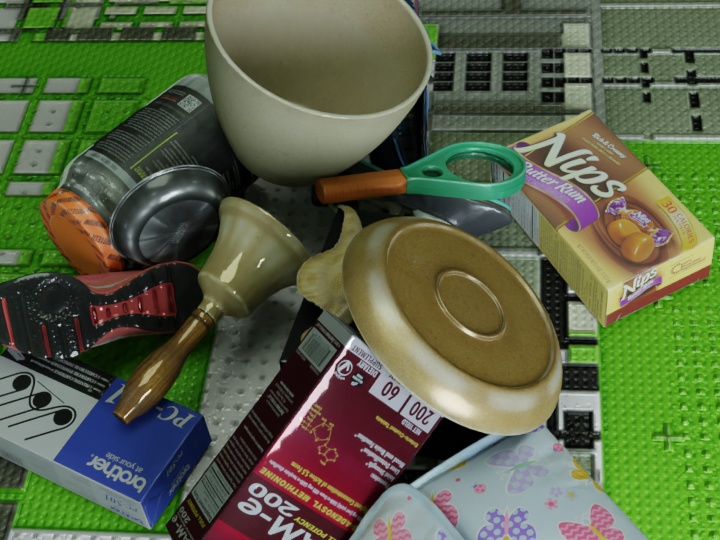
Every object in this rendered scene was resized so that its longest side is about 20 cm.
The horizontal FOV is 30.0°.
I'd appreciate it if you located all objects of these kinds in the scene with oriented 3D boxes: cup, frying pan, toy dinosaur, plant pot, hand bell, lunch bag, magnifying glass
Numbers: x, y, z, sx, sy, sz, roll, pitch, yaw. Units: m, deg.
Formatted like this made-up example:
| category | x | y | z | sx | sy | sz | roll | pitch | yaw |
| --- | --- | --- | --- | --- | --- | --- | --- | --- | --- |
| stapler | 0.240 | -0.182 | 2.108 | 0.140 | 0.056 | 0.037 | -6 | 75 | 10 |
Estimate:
| category | x | y | z | sx | sy | sz | roll | pitch | yaw |
| --- | --- | --- | --- | --- | --- | --- | --- | --- | --- |
| cup | -0.051 | -0.158 | 1.185 | 0.197 | 0.144 | 0.202 | 10 | 49 | -12 |
| frying pan | -0.146 | -0.029 | 1.208 | 0.115 | 0.190 | 0.031 | -39 | 54 | 8 |
| toy dinosaur | 0.000 | 0.000 | 1.080 | 0.100 | 0.059 | 0.202 | 5 | 47 | 9 |
| plant pot | 0.077 | 0.032 | 1.007 | 0.198 | 0.028 | 0.202 | 24 | 39 | -20 |
| hand bell | -0.135 | 0.047 | 1.120 | 0.103 | 0.105 | 0.201 | 26 | 66 | 26 |
| lunch bag | 0.093 | 0.223 | 0.953 | 0.198 | 0.128 | 0.170 | -28 | 45 | -14 |
| magnifying glass | 0.056 | -0.083 | 1.197 | 0.197 | 0.023 | 0.080 | -10 | 37 | -19 |

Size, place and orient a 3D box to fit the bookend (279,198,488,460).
| category | x | y | z | sx | sy | sz | roll | pitch | yaw |
| --- | --- | --- | --- | --- | --- | --- | --- | --- | --- |
| bookend | 0.055 | 0.047 | 1.136 | 0.196 | 0.093 | 0.201 | 9 | 48 | 12 |

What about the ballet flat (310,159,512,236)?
| category | x | y | z | sx | sy | sz | roll | pitch | yaw |
| --- | --- | --- | --- | --- | --- | --- | --- | --- | --- |
| ballet flat | 0.041 | -0.055 | 1.254 | 0.198 | 0.074 | 0.073 | 19 | 52 | 14 |

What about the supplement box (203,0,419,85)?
| category | x | y | z | sx | sy | sz | roll | pitch | yaw |
| --- | --- | --- | --- | --- | --- | --- | --- | --- | --- |
| supplement box | -0.043 | -0.216 | 1.356 | 0.199 | 0.132 | 0.103 | -30 | 50 | -21 |

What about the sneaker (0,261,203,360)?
| category | x | y | z | sx | sy | sz | roll | pitch | yaw |
| --- | --- | --- | --- | --- | --- | --- | --- | --- | --- |
| sneaker | -0.232 | 0.039 | 1.174 | 0.197 | 0.087 | 0.075 | -5 | 86 | -19 |

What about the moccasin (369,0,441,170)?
| category | x | y | z | sx | sy | sz | roll | pitch | yaw |
| --- | --- | --- | --- | --- | --- | --- | --- | --- | --- |
| moccasin | 0.044 | -0.185 | 1.283 | 0.080 | 0.203 | 0.068 | -15 | 11 | -27 |

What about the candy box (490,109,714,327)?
| category | x | y | z | sx | sy | sz | roll | pitch | yaw |
| --- | --- | --- | --- | --- | --- | --- | --- | --- | --- |
| candy box | 0.217 | -0.053 | 1.232 | 0.115 | 0.057 | 0.201 | -23 | 51 | -13 |

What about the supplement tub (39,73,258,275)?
| category | x | y | z | sx | sy | sz | roll | pitch | yaw |
| --- | --- | --- | --- | --- | --- | --- | --- | --- | --- |
| supplement tub | -0.194 | -0.083 | 1.260 | 0.122 | 0.123 | 0.200 | 31 | 57 | 29 |

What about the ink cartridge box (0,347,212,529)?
| category | x | y | z | sx | sy | sz | roll | pitch | yaw |
| --- | --- | --- | --- | --- | --- | --- | --- | --- | --- |
| ink cartridge box | -0.233 | 0.131 | 1.125 | 0.198 | 0.045 | 0.094 | 21 | 55 | 22 |

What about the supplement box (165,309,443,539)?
| category | x | y | z | sx | sy | sz | roll | pitch | yaw |
| --- | --- | --- | --- | --- | --- | --- | --- | --- | --- |
| supplement box | -0.038 | 0.144 | 0.987 | 0.201 | 0.108 | 0.061 | -54 | 29 | 1 |
